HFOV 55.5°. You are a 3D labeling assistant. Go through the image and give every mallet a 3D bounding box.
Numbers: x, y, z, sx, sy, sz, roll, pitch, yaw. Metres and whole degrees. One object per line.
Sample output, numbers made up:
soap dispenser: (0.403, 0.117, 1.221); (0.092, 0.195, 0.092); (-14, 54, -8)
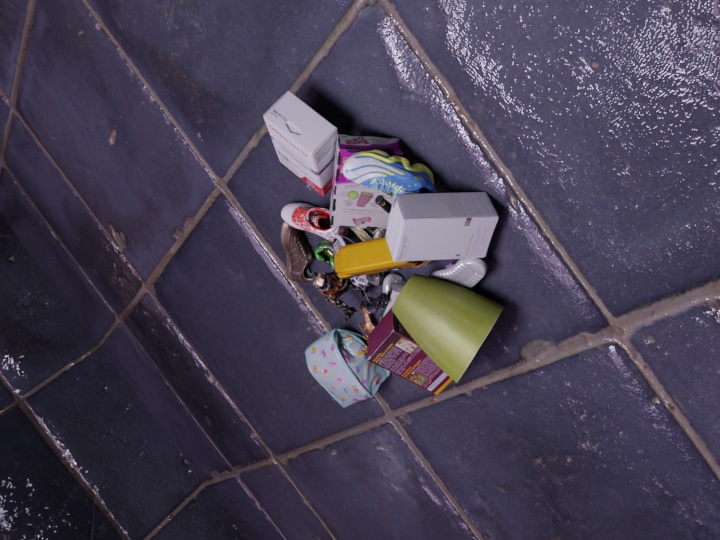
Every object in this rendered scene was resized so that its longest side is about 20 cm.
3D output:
mallet: (0.066, -0.109, 1.411); (0.066, 0.199, 0.041); (-48, 64, 14)

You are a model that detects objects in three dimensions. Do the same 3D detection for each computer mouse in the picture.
computer mouse: (0.000, 0.000, 1.571); (0.203, 0.043, 0.110); (63, 160, 5)

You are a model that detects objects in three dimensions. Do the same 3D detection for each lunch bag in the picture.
lunch bag: (-0.046, 0.254, 1.852); (0.201, 0.122, 0.170); (49, 142, -6)

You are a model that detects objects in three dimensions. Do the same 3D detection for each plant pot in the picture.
plant pot: (0.171, 0.102, 1.450); (0.198, 0.187, 0.189); (33, 138, 10)

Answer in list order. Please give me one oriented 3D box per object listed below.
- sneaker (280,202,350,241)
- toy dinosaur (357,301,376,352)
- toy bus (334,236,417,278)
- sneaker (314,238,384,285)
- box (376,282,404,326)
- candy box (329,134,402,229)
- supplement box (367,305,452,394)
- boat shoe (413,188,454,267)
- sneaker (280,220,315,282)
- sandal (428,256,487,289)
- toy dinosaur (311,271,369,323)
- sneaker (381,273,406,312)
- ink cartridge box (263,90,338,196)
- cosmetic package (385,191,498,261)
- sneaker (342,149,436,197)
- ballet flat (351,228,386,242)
sneaker: (-0.122, -0.129, 1.636); (0.199, 0.068, 0.108); (25, 174, 22)
toy dinosaur: (0.046, 0.175, 1.749); (0.201, 0.060, 0.106); (49, 139, 2)
toy bus: (0.026, -0.029, 1.462); (0.197, 0.078, 0.067); (-10, 83, 32)
sneaker: (-0.026, -0.012, 1.656); (0.198, 0.085, 0.079); (27, 136, 26)
box: (0.112, 0.130, 1.589); (0.142, 0.037, 0.202); (14, 124, -7)
candy box: (0.008, -0.185, 1.455); (0.133, 0.062, 0.202); (2, 132, -8)
supplement box: (0.125, 0.183, 1.550); (0.198, 0.086, 0.111); (29, 123, -17)
boat shoe: (0.155, -0.078, 1.438); (0.075, 0.074, 0.202); (35, 138, 18)
sneaker: (-0.156, -0.056, 1.779); (0.074, 0.071, 0.203); (9, 131, 16)
sandal: (0.214, 0.004, 1.462); (0.082, 0.050, 0.202); (31, 157, -14)
toy dinosaur: (-0.054, 0.039, 1.671); (0.135, 0.200, 0.103); (32, 114, 10)
sneaker: (0.079, 0.097, 1.651); (0.080, 0.076, 0.203); (17, 129, 47)
ink cartridge box: (-0.118, -0.271, 1.483); (0.144, 0.084, 0.200); (39, 169, 14)
cosmetic package: (0.155, -0.086, 1.333); (0.114, 0.196, 0.082); (99, 160, -44)
sneaker: (0.067, -0.179, 1.347); (0.106, 0.196, 0.077); (-117, 36, -48)
ballet flat: (0.021, -0.095, 1.567); (0.200, 0.070, 0.071); (47, 141, 6)
